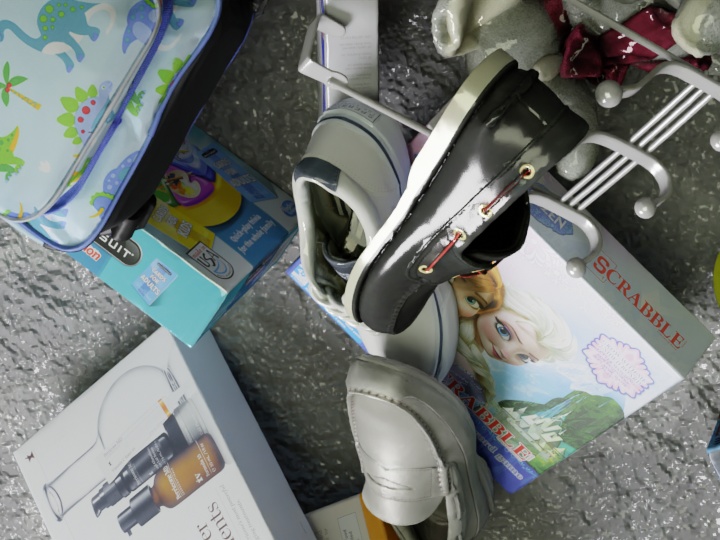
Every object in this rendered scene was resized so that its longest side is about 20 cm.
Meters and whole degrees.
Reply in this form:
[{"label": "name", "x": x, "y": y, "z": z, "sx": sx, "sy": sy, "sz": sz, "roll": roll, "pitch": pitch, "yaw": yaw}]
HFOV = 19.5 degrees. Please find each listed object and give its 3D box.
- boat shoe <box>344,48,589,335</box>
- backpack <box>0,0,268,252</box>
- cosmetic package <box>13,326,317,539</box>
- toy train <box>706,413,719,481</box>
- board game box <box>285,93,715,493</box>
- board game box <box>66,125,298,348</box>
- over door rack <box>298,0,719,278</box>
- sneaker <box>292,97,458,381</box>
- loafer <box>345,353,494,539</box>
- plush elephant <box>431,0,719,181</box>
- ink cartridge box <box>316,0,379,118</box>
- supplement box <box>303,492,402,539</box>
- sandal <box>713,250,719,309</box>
[{"label": "boat shoe", "x": 0.047, "y": -0.022, "z": 1.029, "sx": 0.063, "sy": 0.074, "sz": 0.202, "roll": 39, "pitch": 140, "yaw": 6}, {"label": "backpack", "x": -0.182, "y": -0.128, "z": 1.096, "sx": 0.199, "sy": 0.147, "sz": 0.184, "roll": 33, "pitch": 101, "yaw": 7}, {"label": "cosmetic package", "x": -0.120, "y": 0.158, "z": 1.325, "sx": 0.151, "sy": 0.052, "sz": 0.201, "roll": -40, "pitch": 65, "yaw": 24}, {"label": "toy train", "x": 0.294, "y": 0.085, "z": 1.178, "sx": 0.199, "sy": 0.114, "sz": 0.087, "roll": -21, "pitch": 103, "yaw": 24}, {"label": "board game box", "x": 0.075, "y": 0.019, "z": 1.221, "sx": 0.200, "sy": 0.041, "sz": 0.200, "roll": 44, "pitch": 144, "yaw": -1}, {"label": "board game box", "x": -0.142, "y": -0.056, "z": 1.250, "sx": 0.200, "sy": 0.151, "sz": 0.047, "roll": 37, "pitch": 116, "yaw": 2}, {"label": "over door rack", "x": 0.073, "y": -0.087, "z": 1.053, "sx": 0.200, "sy": 0.067, "sz": 0.148, "roll": 36, "pitch": 139, "yaw": -9}, {"label": "sneaker", "x": 0.000, "y": 0.000, "z": 1.175, "sx": 0.073, "sy": 0.071, "sz": 0.201, "roll": 13, "pitch": 137, "yaw": 36}, {"label": "loafer", "x": 0.032, "y": 0.116, "z": 1.228, "sx": 0.070, "sy": 0.070, "sz": 0.200, "roll": 15, "pitch": 154, "yaw": 29}, {"label": "plush elephant", "x": 0.124, "y": -0.127, "z": 1.135, "sx": 0.155, "sy": 0.165, "sz": 0.200, "roll": -43, "pitch": 65, "yaw": 14}, {"label": "ink cartridge box", "x": -0.009, "y": -0.128, "z": 1.179, "sx": 0.037, "sy": 0.095, "sz": 0.201, "roll": -2, "pitch": 136, "yaw": -5}, {"label": "supplement box", "x": -0.041, "y": 0.232, "z": 1.342, "sx": 0.199, "sy": 0.073, "sz": 0.127, "roll": -23, "pitch": 72, "yaw": 24}, {"label": "sandal", "x": 0.281, "y": -0.047, "z": 1.166, "sx": 0.087, "sy": 0.080, "sz": 0.201, "roll": 21, "pitch": 113, "yaw": -31}]
